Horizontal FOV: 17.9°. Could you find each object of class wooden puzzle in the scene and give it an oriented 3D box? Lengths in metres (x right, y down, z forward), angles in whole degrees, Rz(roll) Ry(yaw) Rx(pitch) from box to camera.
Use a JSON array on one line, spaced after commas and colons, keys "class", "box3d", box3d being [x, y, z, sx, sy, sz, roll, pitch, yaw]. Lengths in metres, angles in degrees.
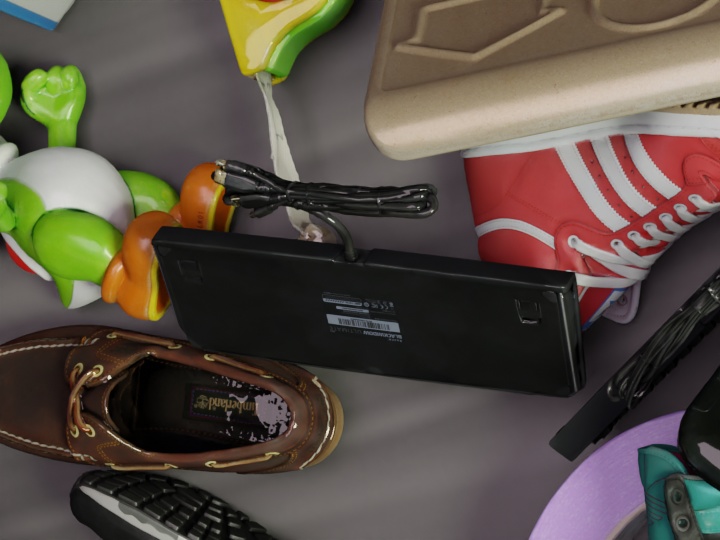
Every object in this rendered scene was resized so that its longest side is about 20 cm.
[{"class": "wooden puzzle", "box3d": [0.101, -0.125, 1.043, 0.184, 0.046, 0.201, -11, 39, 16]}]

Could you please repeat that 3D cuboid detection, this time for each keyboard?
[{"class": "keyboard", "box3d": [0.000, 0.000, 1.022, 0.198, 0.128, 0.021, 6, 47, 19]}, {"class": "keyboard", "box3d": [0.153, 0.014, 0.992, 0.021, 0.127, 0.200, 44, 117, 7]}]

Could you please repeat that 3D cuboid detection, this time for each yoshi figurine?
[{"class": "yoshi figurine", "box3d": [-0.164, -0.058, 1.132, 0.199, 0.112, 0.113, 20, 76, 19]}]

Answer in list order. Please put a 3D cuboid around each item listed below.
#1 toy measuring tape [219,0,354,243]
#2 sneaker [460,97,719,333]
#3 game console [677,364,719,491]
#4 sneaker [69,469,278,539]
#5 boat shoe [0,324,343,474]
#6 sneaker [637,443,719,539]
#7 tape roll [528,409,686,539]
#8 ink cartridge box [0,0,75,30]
[{"class": "toy measuring tape", "box3d": [-0.024, -0.111, 1.108, 0.073, 0.074, 0.202, -19, 81, 14]}, {"class": "sneaker", "box3d": [0.131, -0.022, 1.029, 0.199, 0.071, 0.114, -1, 95, 44]}, {"class": "game console", "box3d": [0.251, 0.080, 0.956, 0.199, 0.117, 0.176, 35, 73, 14]}, {"class": "sneaker", "box3d": [-0.065, 0.170, 1.100, 0.199, 0.076, 0.088, 27, 100, 16]}, {"class": "boat shoe", "box3d": [-0.110, 0.063, 1.120, 0.198, 0.070, 0.071, 1, 88, 18]}, {"class": "sneaker", "box3d": [0.134, 0.136, 0.967, 0.199, 0.084, 0.121, -28, 84, 5]}, {"class": "tape roll", "box3d": [0.171, 0.162, 1.034, 0.198, 0.066, 0.202, -1, 85, 16]}, {"class": "ink cartridge box", "box3d": [-0.210, -0.244, 1.129, 0.200, 0.147, 0.145, 39, 97, 15]}]
